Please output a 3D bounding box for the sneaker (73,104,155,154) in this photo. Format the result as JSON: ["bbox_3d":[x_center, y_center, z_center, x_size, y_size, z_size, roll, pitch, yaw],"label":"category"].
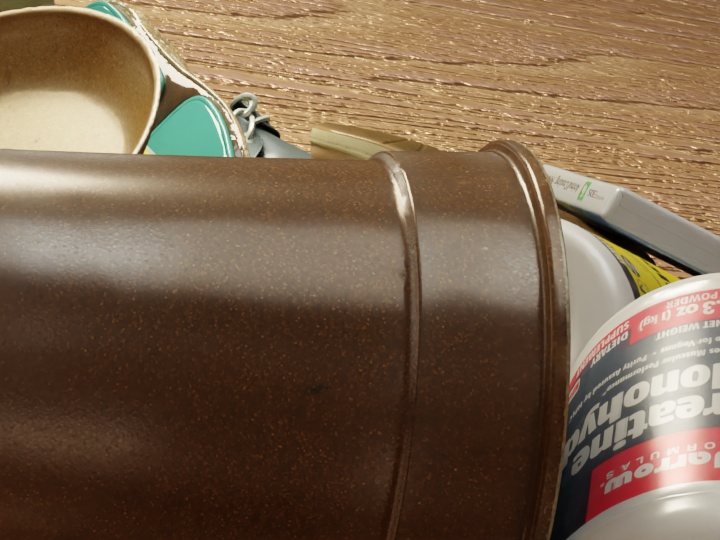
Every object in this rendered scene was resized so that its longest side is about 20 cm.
[{"bbox_3d":[-0.158,-0.046,1.140,0.076,0.076,0.200,32,-4,-32],"label":"sneaker"}]

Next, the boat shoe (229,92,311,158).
[{"bbox_3d":[-0.081,-0.070,1.268,0.199,0.062,0.073,11,11,11],"label":"boat shoe"}]

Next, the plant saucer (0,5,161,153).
[{"bbox_3d":[-0.177,-0.043,1.015,0.199,0.036,0.201,-13,41,12],"label":"plant saucer"}]

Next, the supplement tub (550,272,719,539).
[{"bbox_3d":[0.130,0.105,0.781,0.140,0.141,0.200,18,32,0],"label":"supplement tub"}]

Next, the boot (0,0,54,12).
[{"bbox_3d":[-0.248,-0.147,1.193,0.199,0.156,0.073,-6,31,-28],"label":"boot"}]

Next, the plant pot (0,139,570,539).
[{"bbox_3d":[-0.050,0.043,0.788,0.197,0.201,0.200,6,19,-13],"label":"plant pot"}]

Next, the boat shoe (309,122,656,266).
[{"bbox_3d":[0.057,-0.019,1.211,0.199,0.065,0.071,26,11,6],"label":"boat shoe"}]

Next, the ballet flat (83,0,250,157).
[{"bbox_3d":[-0.094,-0.070,1.194,0.065,0.070,0.200,38,16,-50],"label":"ballet flat"}]

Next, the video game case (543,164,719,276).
[{"bbox_3d":[0.202,-0.002,1.261,0.199,0.022,0.182,27,2,-10],"label":"video game case"}]

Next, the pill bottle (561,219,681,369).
[{"bbox_3d":[0.106,0.046,1.021,0.111,0.112,0.200,28,3,30],"label":"pill bottle"}]
